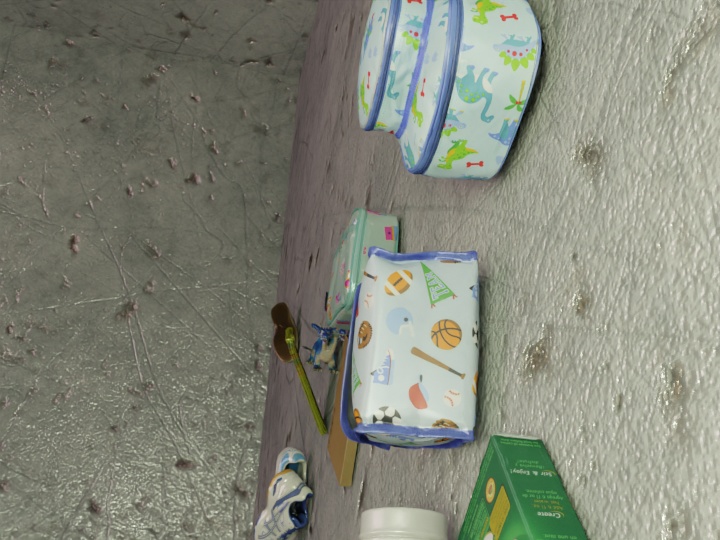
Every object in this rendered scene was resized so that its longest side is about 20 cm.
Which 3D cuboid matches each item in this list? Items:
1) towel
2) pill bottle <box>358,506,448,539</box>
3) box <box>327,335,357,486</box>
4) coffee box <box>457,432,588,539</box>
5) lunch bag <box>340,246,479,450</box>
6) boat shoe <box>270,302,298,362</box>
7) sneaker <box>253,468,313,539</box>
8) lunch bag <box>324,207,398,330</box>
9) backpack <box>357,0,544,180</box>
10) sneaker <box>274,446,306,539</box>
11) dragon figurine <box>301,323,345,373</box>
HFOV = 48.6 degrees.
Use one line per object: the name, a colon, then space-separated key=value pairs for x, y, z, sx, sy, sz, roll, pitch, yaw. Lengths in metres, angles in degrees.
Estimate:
towel: x=-0.102 y=0.207 z=1.509 sx=0.086 sy=0.018 sz=0.201 roll=-112 pitch=3 yaw=-79
pill bottle: x=0.034 y=0.308 z=0.666 sx=0.109 sy=0.108 sz=0.201 roll=118 pitch=158 yaw=-61
box: x=-0.020 y=0.218 z=1.271 sx=0.163 sy=0.021 sz=0.201 roll=-136 pitch=55 yaw=-77
coffee box: x=0.110 y=0.215 z=0.508 sx=0.200 sy=0.044 sz=0.124 roll=-103 pitch=23 yaw=-64
lunch bag: x=0.046 y=0.084 z=0.767 sx=0.200 sy=0.123 sz=0.171 roll=83 pitch=-168 yaw=-76
boat shoe: x=-0.200 y=0.178 z=2.188 sx=0.065 sy=0.072 sz=0.201 roll=57 pitch=-170 yaw=-45
sneaker: x=-0.152 y=0.498 z=1.582 sx=0.088 sy=0.075 sz=0.201 roll=30 pitch=116 yaw=34
lunch bag: x=0.000 y=0.000 z=1.179 sx=0.200 sy=0.077 sz=0.162 roll=129 pitch=148 yaw=-70
backpack: x=0.074 y=-0.184 z=0.735 sx=0.201 sy=0.146 sz=0.184 roll=-100 pitch=18 yaw=-52
sneaker: x=-0.149 y=0.470 z=1.656 sx=0.072 sy=0.071 sz=0.202 roll=-164 pitch=78 yaw=-67
dragon figurine: x=-0.066 y=0.132 z=1.487 sx=0.200 sy=0.058 sz=0.100 roll=-151 pitch=70 yaw=-78
